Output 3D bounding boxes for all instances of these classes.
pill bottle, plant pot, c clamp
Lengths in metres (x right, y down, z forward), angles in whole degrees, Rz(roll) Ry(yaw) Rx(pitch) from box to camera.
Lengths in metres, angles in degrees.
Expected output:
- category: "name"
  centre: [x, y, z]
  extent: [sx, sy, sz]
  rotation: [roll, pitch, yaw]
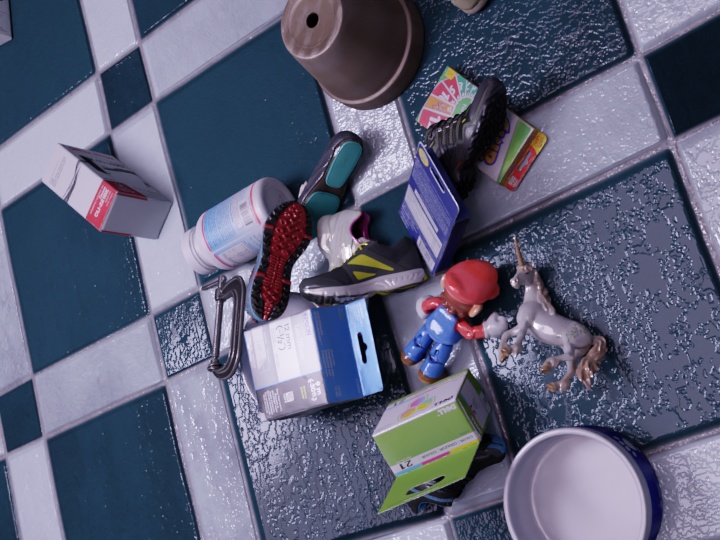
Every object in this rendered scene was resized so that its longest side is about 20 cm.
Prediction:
- category: "pill bottle"
  centre: [-0.206, -0.069, 1.646]
  extent: [0.198, 0.108, 0.110]
  rotation: [-26, 73, 30]
- category: "plant pot"
  centre: [-0.026, -0.365, 1.507]
  extent: [0.197, 0.173, 0.204]
  rotation: [-3, 85, 33]
- category: "c clamp"
  centre: [-0.230, 0.094, 1.653]
  extent: [0.170, 0.027, 0.203]
  rotation: [-33, 51, 50]

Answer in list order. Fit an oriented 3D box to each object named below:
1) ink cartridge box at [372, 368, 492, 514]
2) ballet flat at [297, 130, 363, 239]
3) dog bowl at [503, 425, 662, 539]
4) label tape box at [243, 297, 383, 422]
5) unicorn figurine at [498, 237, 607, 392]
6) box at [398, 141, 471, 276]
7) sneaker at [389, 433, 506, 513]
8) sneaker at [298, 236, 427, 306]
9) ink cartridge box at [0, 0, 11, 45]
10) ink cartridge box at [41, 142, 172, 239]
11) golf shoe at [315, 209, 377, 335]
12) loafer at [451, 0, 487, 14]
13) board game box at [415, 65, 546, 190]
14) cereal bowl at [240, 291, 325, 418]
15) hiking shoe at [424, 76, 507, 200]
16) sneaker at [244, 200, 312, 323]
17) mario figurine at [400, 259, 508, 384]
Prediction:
- category: "ink cartridge box"
  centre: [0.091, 0.233, 1.355]
  extent: [0.147, 0.200, 0.076]
  rotation: [-28, 98, 23]
- category: "ballet flat"
  centre: [-0.057, -0.141, 1.582]
  extent: [0.073, 0.073, 0.202]
  rotation: [43, 116, 28]
- category: "dog bowl"
  centre: [0.294, 0.308, 1.296]
  extent: [0.198, 0.078, 0.204]
  rotation: [-2, 86, 34]
- category: "label tape box"
  centre: [-0.073, 0.135, 1.469]
  extent: [0.198, 0.066, 0.146]
  rotation: [-20, 75, 33]
- category: "unicorn figurine"
  centre: [0.250, 0.076, 1.343]
  extent: [0.199, 0.074, 0.138]
  rotation: [36, 68, 10]
- category: "box"
  centre: [0.107, -0.089, 1.405]
  extent: [0.032, 0.201, 0.122]
  rotation: [-21, 68, -15]
- category: "sneaker"
  centre: [0.137, 0.294, 1.419]
  extent: [0.199, 0.073, 0.083]
  rotation: [-26, 85, 38]
- category: "sneaker"
  centre: [0.000, 0.000, 1.478]
  extent: [0.075, 0.197, 0.086]
  rotation: [129, 131, -72]
- category: "ink cartridge box"
  centre: [-0.845, -0.586, 2.134]
  extent: [0.145, 0.083, 0.203]
  rotation: [-15, 77, 32]
- category: "ink cartridge box"
  centre: [-0.471, -0.147, 1.811]
  extent: [0.199, 0.144, 0.085]
  rotation: [35, 104, 30]
- category: "golf shoe"
  centre: [-0.010, -0.002, 1.531]
  extent: [0.091, 0.075, 0.203]
  rotation: [-20, 77, 28]
- category: "loafer"
  centre: [0.125, -0.477, 1.473]
  extent: [0.076, 0.068, 0.201]
  rotation: [-43, 65, 24]
- category: "board game box"
  centre: [0.177, -0.211, 1.446]
  extent: [0.200, 0.030, 0.096]
  rotation: [41, 110, 27]
- category: "cereal bowl"
  centre: [-0.096, 0.135, 1.572]
  extent: [0.198, 0.083, 0.204]
  rotation: [-2, 86, 34]
- category: "hiking shoe"
  centre: [0.137, -0.196, 1.405]
  extent: [0.100, 0.075, 0.202]
  rotation: [39, 122, 26]
- category: "sneaker"
  centre: [-0.141, -0.016, 1.534]
  extent: [0.095, 0.079, 0.203]
  rotation: [-22, 46, 64]
- category: "mario figurine"
  centre: [0.146, 0.070, 1.433]
  extent: [0.122, 0.106, 0.201]
  rotation: [28, 118, -4]
